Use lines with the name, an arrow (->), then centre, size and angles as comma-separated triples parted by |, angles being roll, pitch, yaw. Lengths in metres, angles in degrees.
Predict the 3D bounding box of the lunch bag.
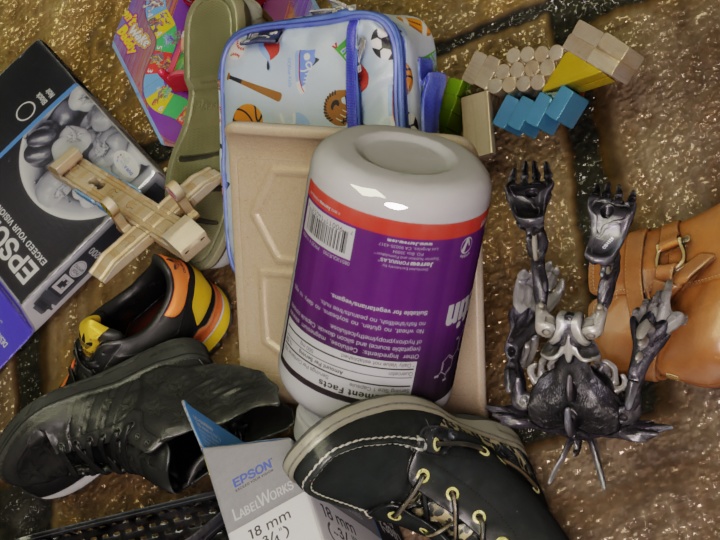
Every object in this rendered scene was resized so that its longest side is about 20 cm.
lunch bag -> -0.017, -0.084, 1.562 | 0.160, 0.075, 0.201 | -2, 92, 32

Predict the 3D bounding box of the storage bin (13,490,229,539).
storage bin -> -0.161, 0.217, 1.463 | 0.199, 0.135, 0.094 | -14, 97, 22

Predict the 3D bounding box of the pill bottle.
pill bottle -> 0.011, 0.019, 1.412 | 0.112, 0.112, 0.201 | 32, 123, 38

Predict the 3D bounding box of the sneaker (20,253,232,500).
sneaker -> -0.184, 0.069, 1.603 | 0.200, 0.090, 0.070 | -46, 52, -1

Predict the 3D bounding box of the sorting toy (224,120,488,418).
sorting toy -> 0.000, 0.000, 1.502 | 0.185, 0.036, 0.201 | 6, 110, 29

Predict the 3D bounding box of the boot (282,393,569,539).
boot -> 0.060, 0.155, 1.358 | 0.074, 0.203, 0.154 | -50, 53, 24

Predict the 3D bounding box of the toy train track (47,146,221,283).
toy train track -> -0.171, -0.055, 1.621 | 0.115, 0.033, 0.200 | -42, 37, -15

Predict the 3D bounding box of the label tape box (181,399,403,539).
label tape box -> -0.025, 0.170, 1.423 | 0.063, 0.144, 0.200 | -31, 53, 13

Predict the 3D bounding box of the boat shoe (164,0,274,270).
boat shoe -> -0.091, -0.098, 1.655 | 0.075, 0.068, 0.201 | 7, 89, 37

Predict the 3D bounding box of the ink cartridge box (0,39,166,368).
ink cartridge box -> -0.263, -0.052, 1.747 | 0.200, 0.043, 0.198 | -46, 52, 1

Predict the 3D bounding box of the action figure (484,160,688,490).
action figure -> 0.136, 0.033, 1.383 | 0.118, 0.201, 0.102 | 9, 38, 20

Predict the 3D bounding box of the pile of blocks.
pile of blocks -> 0.109, -0.112, 1.565 | 0.199, 0.062, 0.082 | -10, 72, 33

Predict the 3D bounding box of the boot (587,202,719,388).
boot -> 0.221, -0.022, 1.441 | 0.154, 0.074, 0.201 | -5, 59, 32

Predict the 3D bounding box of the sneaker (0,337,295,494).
sneaker -> -0.148, 0.111, 1.531 | 0.199, 0.060, 0.104 | -29, 44, -1

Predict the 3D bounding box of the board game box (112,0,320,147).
board game box -> -0.117, -0.189, 1.741 | 0.158, 0.039, 0.200 | -35, 52, 8
